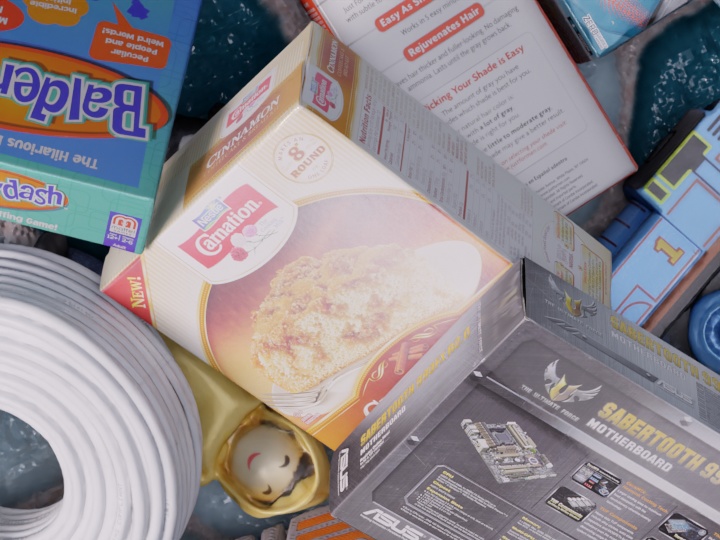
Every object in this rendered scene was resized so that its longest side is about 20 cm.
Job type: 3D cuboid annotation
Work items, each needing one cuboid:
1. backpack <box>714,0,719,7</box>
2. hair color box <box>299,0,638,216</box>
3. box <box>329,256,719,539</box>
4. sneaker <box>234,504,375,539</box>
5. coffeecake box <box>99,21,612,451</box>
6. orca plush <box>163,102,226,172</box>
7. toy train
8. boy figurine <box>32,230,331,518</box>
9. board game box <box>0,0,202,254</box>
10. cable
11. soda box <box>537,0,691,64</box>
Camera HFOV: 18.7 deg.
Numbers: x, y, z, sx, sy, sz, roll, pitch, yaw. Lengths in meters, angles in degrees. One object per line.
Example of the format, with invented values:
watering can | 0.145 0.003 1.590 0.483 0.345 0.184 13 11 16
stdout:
backpack | 0.266 -0.183 1.089 0.200 0.183 0.147 -40 99 12
hair color box | 0.047 -0.111 1.133 0.101 0.061 0.200 -32 97 -3
box | 0.109 0.102 1.067 0.199 0.048 0.158 30 123 -18
sneaker | -0.064 0.200 1.136 0.199 0.078 0.112 -15 113 12
coffeecake box | 0.000 0.000 1.072 0.200 0.073 0.153 36 124 -22
orca plush | -0.085 -0.052 1.137 0.199 0.071 0.105 8 137 -2
toy train | 0.165 0.009 1.144 0.114 0.087 0.200 41 91 3
boy figurine | -0.102 0.067 1.130 0.200 0.064 0.125 38 87 -3
board game box | -0.157 -0.113 1.063 0.151 0.045 0.201 13 52 -7
cable | -0.179 0.090 1.079 0.199 0.069 0.201 -16 108 16
soda box | 0.091 -0.207 1.126 0.063 0.068 0.200 -33 95 -2
